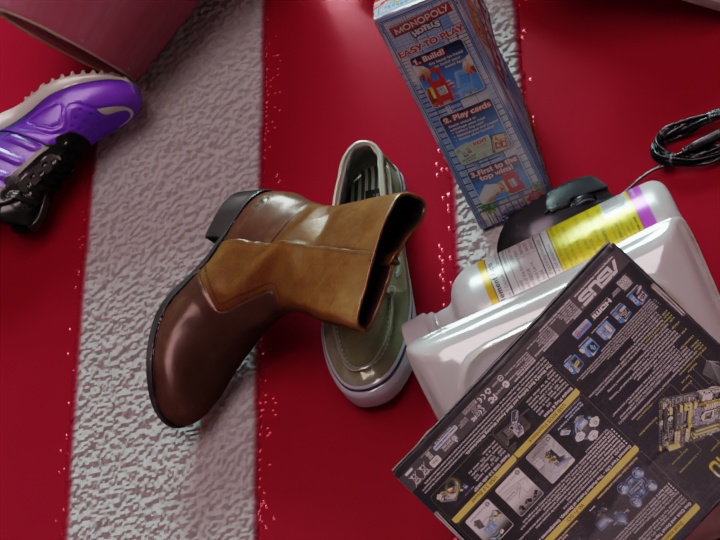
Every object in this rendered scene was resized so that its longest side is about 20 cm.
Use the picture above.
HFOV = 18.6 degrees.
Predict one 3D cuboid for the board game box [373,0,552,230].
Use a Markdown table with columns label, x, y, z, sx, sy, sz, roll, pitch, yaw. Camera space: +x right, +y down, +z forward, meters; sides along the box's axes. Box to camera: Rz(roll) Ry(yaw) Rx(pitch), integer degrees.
| label | x | y | z | sx | sy | sz | roll | pitch | yaw |
| --- | --- | --- | --- | --- | --- | --- | --- | --- | --- |
| board game box | 0.060 | -0.166 | 1.554 | 0.061 | 0.200 | 0.201 | -21 | 54 | 10 |

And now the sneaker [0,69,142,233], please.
| label | x | y | z | sx | sy | sz | roll | pitch | yaw |
| --- | --- | --- | --- | --- | --- | --- | --- | --- | --- |
| sneaker | -0.256 | -0.080 | 1.723 | 0.199 | 0.070 | 0.100 | -22 | 65 | 6 |

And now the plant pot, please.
| label | x | y | z | sx | sy | sz | roll | pitch | yaw |
| --- | --- | --- | --- | --- | --- | --- | --- | --- | --- |
| plant pot | -0.195 | -0.256 | 1.739 | 0.200 | 0.200 | 0.180 | 25 | 87 | 33 |

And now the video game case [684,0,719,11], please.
| label | x | y | z | sx | sy | sz | roll | pitch | yaw |
| --- | --- | --- | --- | --- | --- | --- | --- | --- | --- |
| video game case | 0.218 | -0.294 | 1.605 | 0.199 | 0.022 | 0.183 | 16 | 76 | -1 |

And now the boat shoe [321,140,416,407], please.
| label | x | y | z | sx | sy | sz | roll | pitch | yaw |
| --- | --- | --- | --- | --- | --- | --- | --- | --- | --- |
| boat shoe | 0.000 | 0.000 | 1.560 | 0.072 | 0.062 | 0.201 | -12 | 56 | 16 |

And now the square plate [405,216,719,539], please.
| label | x | y | z | sx | sy | sz | roll | pitch | yaw |
| --- | --- | --- | --- | --- | --- | --- | --- | --- | --- |
| square plate | 0.157 | 0.095 | 1.391 | 0.199 | 0.028 | 0.199 | -26 | 86 | 6 |

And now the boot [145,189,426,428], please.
| label | x | y | z | sx | sy | sz | roll | pitch | yaw |
| --- | --- | --- | --- | --- | --- | --- | --- | --- | --- |
| boot | -0.050 | 0.031 | 1.514 | 0.200 | 0.068 | 0.189 | 6 | 61 | 51 |

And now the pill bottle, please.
| label | x | y | z | sx | sy | sz | roll | pitch | yaw |
| --- | --- | --- | --- | --- | --- | --- | --- | --- | --- |
| pill bottle | 0.132 | 0.026 | 1.462 | 0.199 | 0.104 | 0.105 | -26 | 53 | 7 |

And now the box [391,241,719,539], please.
| label | x | y | z | sx | sy | sz | roll | pitch | yaw |
| --- | --- | --- | --- | --- | --- | --- | --- | --- | --- |
| box | 0.144 | 0.107 | 1.355 | 0.161 | 0.049 | 0.200 | 43 | 95 | 7 |

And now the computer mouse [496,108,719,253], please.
| label | x | y | z | sx | sy | sz | roll | pitch | yaw |
| --- | --- | --- | --- | --- | --- | --- | --- | --- | --- |
| computer mouse | 0.182 | -0.060 | 1.539 | 0.200 | 0.034 | 0.059 | -33 | 52 | 0 |
